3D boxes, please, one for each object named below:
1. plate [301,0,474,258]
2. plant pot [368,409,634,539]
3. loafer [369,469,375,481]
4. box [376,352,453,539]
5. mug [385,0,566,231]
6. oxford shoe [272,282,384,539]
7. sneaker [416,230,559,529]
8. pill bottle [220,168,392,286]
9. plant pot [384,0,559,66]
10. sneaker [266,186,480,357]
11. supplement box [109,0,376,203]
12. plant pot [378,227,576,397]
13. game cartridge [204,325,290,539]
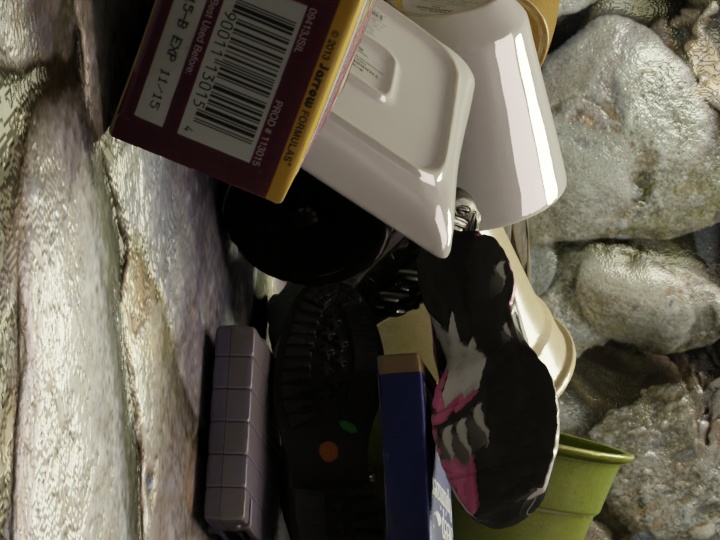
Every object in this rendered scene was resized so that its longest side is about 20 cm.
[{"bbox_3d":[-0.008,-0.125,1.544,0.032,0.199,0.200,-46,-160,34],"label":"plate"},{"bbox_3d":[0.075,0.198,1.739,0.200,0.200,0.190,17,86,-81],"label":"plant pot"},{"bbox_3d":[-0.014,0.194,1.688,0.072,0.063,0.200,-140,-120,-73],"label":"loafer"},{"bbox_3d":[0.037,0.162,1.552,0.121,0.032,0.200,56,31,-73],"label":"box"},{"bbox_3d":[0.049,-0.122,1.762,0.149,0.186,0.153,-109,-169,-63],"label":"mug"},{"bbox_3d":[-0.027,0.105,1.577,0.084,0.073,0.200,124,-30,-69],"label":"oxford shoe"},{"bbox_3d":[0.086,0.076,1.562,0.086,0.080,0.200,72,12,-56],"label":"sneaker"},{"bbox_3d":[-0.023,-0.092,1.621,0.200,0.112,0.112,-79,165,-51],"label":"pill bottle"},{"bbox_3d":[0.079,-0.220,1.903,0.200,0.186,0.187,-105,-173,-57],"label":"plant pot"},{"bbox_3d":[0.000,0.000,1.651,0.074,0.200,0.079,12,49,-41],"label":"sneaker"},{"bbox_3d":[-0.049,-0.143,1.344,0.200,0.103,0.131,-66,178,-66],"label":"supplement box"},{"bbox_3d":[0.046,0.013,1.893,0.201,0.200,0.184,-77,153,-56],"label":"plant pot"},{"bbox_3d":[-0.067,0.123,1.584,0.200,0.038,0.130,68,19,-67],"label":"game cartridge"}]
